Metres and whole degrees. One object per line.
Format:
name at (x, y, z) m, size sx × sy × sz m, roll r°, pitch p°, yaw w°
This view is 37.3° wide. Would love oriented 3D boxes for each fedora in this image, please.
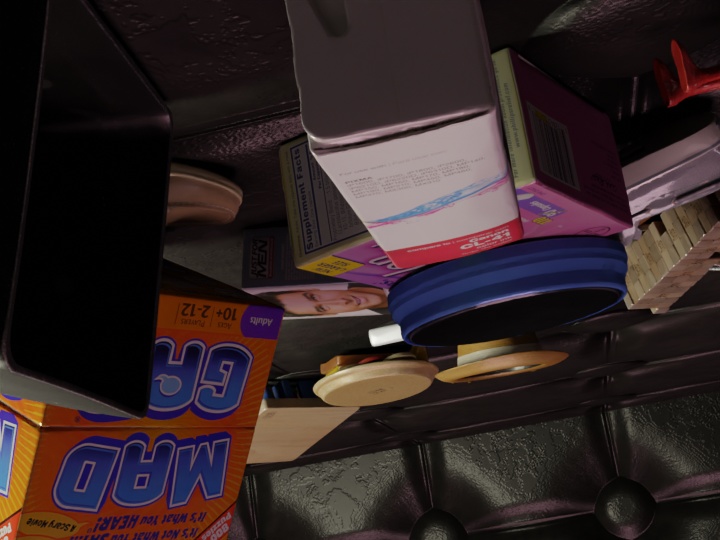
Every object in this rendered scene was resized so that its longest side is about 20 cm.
fedora at (0.187, 0.102, 1.464) m, size 0.199 × 0.083 × 0.201 m, roll -10°, pitch 170°, yaw -2°

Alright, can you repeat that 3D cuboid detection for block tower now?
block tower at (0.315, -0.033, 1.019) m, size 0.057 × 0.054 × 0.200 m, roll -2°, pitch 146°, yaw -24°

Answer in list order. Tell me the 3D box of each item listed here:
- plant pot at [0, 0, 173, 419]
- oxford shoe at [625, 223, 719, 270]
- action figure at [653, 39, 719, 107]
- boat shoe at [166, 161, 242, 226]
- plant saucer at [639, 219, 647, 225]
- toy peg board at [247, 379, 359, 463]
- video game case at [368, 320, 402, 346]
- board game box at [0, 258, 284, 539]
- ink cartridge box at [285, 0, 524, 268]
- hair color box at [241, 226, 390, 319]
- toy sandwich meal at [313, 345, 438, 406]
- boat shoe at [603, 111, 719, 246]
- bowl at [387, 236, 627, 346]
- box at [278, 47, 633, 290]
plant pot at (-0.224, -0.030, 0.595) m, size 0.176 × 0.201 × 0.200 m, roll 0°, pitch 166°, yaw 7°
oxford shoe at (0.294, -0.011, 1.141) m, size 0.199 × 0.074 × 0.071 m, roll -15°, pitch 164°, yaw 22°
action figure at (0.292, -0.155, 0.685) m, size 0.198 × 0.052 × 0.065 m, roll -14°, pitch 170°, yaw -2°
boat shoe at (-0.180, -0.040, 0.787) m, size 0.199 × 0.066 × 0.072 m, roll 1°, pitch 161°, yaw -32°
plant saucer at (0.199, -0.025, 1.020) m, size 0.199 × 0.032 × 0.200 m, roll -29°, pitch 170°, yaw -5°
toy peg board at (-0.144, 0.228, 1.743) m, size 0.199 × 0.098 × 0.199 m, roll 5°, pitch 143°, yaw -43°
video game case at (0.135, 0.042, 1.225) m, size 0.199 × 0.024 × 0.181 m, roll -14°, pitch -178°, yaw 29°
board game box at (-0.216, 0.090, 0.843) m, size 0.199 × 0.202 × 0.199 m, roll 19°, pitch -174°, yaw 41°
ink cartridge box at (0.026, -0.099, 0.545) m, size 0.085 × 0.149 × 0.200 m, roll -11°, pitch 165°, yaw 8°
hair color box at (0.000, 0.000, 0.978) m, size 0.198 × 0.061 × 0.099 m, roll -3°, pitch 160°, yaw 11°
toy sandwich meal at (0.019, 0.144, 1.556) m, size 0.203 × 0.071 × 0.205 m, roll -8°, pitch 159°, yaw -3°
boat shoe at (0.211, -0.053, 0.874) m, size 0.200 × 0.072 × 0.070 m, roll -27°, pitch -164°, yaw 20°
bowl at (0.122, 0.023, 0.876) m, size 0.199 × 0.040 × 0.201 m, roll -10°, pitch 166°, yaw -2°
box at (0.073, -0.061, 0.799) m, size 0.199 × 0.098 × 0.175 m, roll -18°, pitch 162°, yaw 31°
